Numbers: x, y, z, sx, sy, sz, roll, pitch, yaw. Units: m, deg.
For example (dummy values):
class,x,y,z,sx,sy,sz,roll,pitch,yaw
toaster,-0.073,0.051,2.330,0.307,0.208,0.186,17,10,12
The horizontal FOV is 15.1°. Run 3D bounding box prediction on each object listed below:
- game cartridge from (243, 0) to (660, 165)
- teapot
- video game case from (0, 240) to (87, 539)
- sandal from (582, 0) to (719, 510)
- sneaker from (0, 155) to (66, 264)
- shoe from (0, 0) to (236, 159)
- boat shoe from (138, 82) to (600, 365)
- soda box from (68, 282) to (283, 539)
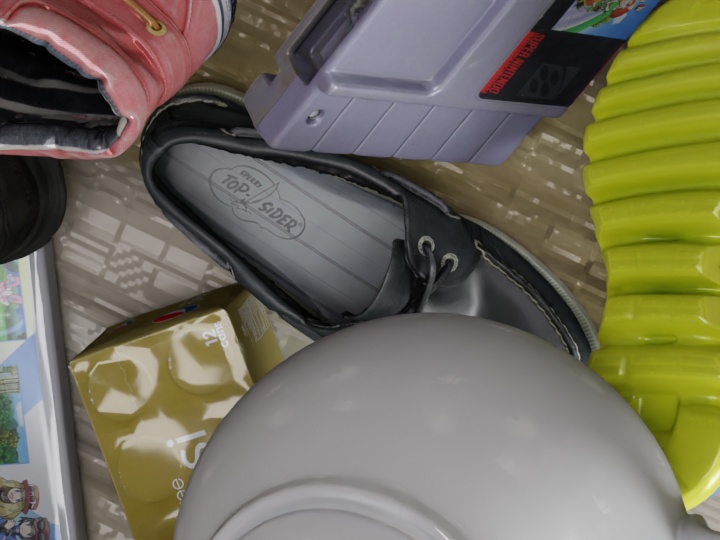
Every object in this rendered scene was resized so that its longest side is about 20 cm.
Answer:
class,x,y,z,sx,sy,sz,roll,pitch,yaw
game cartridge,0.062,-0.113,0.941,0.200,0.129,0.038,-50,53,32
teapot,0.015,0.115,0.915,0.197,0.146,0.200,36,115,10
video game case,-0.208,0.024,1.079,0.181,0.022,0.201,-4,99,9
sandal,0.127,-0.007,1.000,0.079,0.087,0.201,6,83,32
sneaker,-0.213,-0.011,1.017,0.199,0.091,0.076,-18,99,12
shoe,-0.147,-0.106,0.938,0.199,0.091,0.072,24,130,7
boat shoe,0.001,-0.002,1.021,0.199,0.066,0.075,37,103,0
soda box,-0.043,0.110,1.050,0.067,0.064,0.201,-18,97,11
